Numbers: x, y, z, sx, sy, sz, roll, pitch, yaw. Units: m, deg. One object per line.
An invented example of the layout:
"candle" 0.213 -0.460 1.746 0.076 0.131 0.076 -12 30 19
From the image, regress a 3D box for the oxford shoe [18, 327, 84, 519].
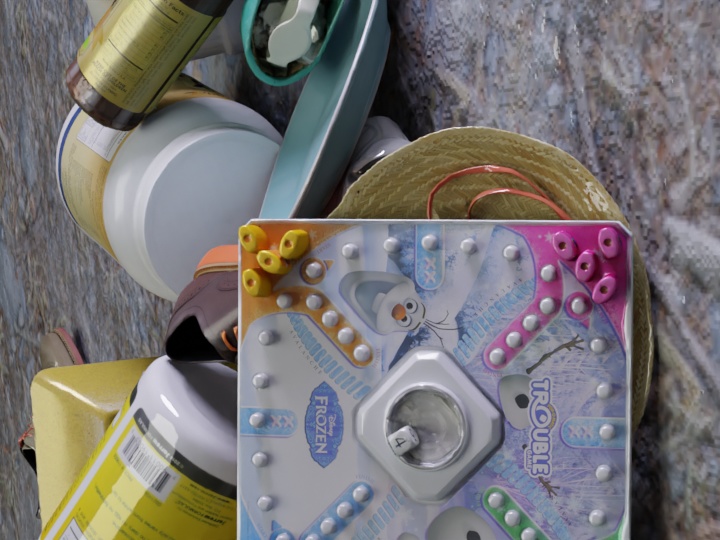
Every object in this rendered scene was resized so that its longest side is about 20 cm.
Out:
"oxford shoe" -0.309 0.154 1.835 0.070 0.074 0.202 130 131 -59

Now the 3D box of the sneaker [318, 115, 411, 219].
"sneaker" 0.000 0.000 1.117 0.081 0.074 0.202 -114 35 -56

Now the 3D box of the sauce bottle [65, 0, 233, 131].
"sauce bottle" -0.115 -0.180 1.171 0.200 0.064 0.065 -48 46 26

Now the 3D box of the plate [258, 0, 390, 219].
"plate" -0.019 -0.093 1.113 0.200 0.025 0.202 -158 90 -81

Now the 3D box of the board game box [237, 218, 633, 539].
"board game box" 0.032 0.076 0.884 0.026 0.198 0.203 -3 -86 -75

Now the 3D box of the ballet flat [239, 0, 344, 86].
"ballet flat" -0.024 -0.190 1.115 0.201 0.067 0.071 116 155 -43

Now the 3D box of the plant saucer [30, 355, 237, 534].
"plant saucer" -0.128 0.161 1.284 0.048 0.198 0.203 -3 92 52

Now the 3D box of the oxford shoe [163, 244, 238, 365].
"oxford shoe" -0.043 0.026 1.029 0.071 0.073 0.199 47 151 -20

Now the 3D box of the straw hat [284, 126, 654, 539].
"straw hat" 0.064 0.030 0.932 0.085 0.199 0.204 -7 -87 -76

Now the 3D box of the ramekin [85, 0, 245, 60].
"ramekin" -0.154 -0.237 1.286 0.200 0.104 0.202 161 90 -85

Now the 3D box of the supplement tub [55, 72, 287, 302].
"supplement tub" -0.126 -0.059 1.293 0.200 0.143 0.146 -147 56 -61

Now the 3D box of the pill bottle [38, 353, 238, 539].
"pill bottle" -0.130 0.160 1.118 0.201 0.112 0.113 -55 39 19

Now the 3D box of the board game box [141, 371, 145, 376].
"board game box" -0.096 0.177 1.221 0.034 0.133 0.202 163 115 -79
